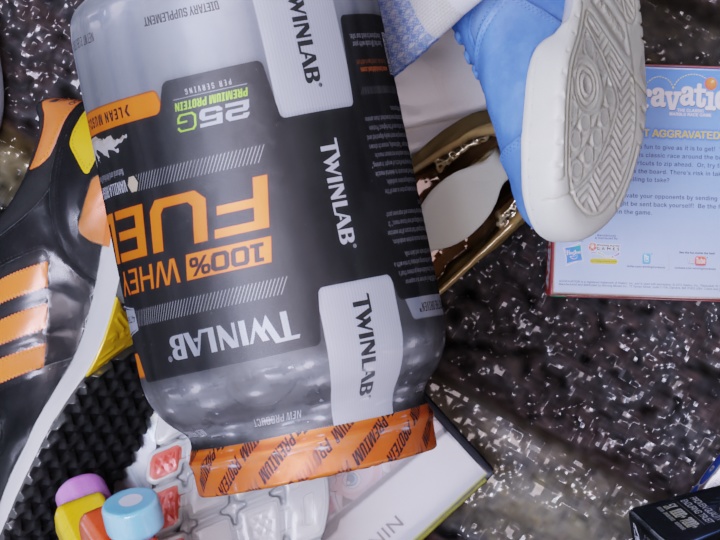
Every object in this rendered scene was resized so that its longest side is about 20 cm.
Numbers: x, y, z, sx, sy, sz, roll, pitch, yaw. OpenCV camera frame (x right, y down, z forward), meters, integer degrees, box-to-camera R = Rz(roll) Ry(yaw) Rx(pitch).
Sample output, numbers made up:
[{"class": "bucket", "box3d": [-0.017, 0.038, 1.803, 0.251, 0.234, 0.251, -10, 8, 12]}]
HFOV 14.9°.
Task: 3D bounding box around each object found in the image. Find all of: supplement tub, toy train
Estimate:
[{"class": "supplement tub", "box3d": [-0.036, -0.019, 1.069, 0.122, 0.123, 0.200, -12, 88, 0]}, {"class": "toy train", "box3d": [-0.098, 0.165, 1.106, 0.056, 0.150, 0.200, -18, 118, -15]}]

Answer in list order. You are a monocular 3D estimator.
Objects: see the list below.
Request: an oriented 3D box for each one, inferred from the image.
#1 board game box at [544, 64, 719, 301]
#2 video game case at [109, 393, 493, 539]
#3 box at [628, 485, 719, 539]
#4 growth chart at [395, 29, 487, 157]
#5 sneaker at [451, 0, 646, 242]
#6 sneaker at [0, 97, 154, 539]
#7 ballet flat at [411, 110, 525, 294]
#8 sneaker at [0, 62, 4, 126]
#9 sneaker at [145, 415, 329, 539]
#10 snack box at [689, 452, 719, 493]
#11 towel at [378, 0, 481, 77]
[{"class": "board game box", "box3d": [0.182, -0.037, 1.199, 0.200, 0.019, 0.103, 2, 93, -4]}, {"class": "video game case", "box3d": [-0.074, 0.075, 1.206, 0.181, 0.026, 0.200, -42, 91, 1]}, {"class": "box", "box3d": [0.185, 0.200, 1.119, 0.086, 0.164, 0.200, -12, 101, -8]}, {"class": "growth chart", "box3d": [0.034, -0.128, 1.207, 0.145, 0.018, 0.200, -5, 91, 1]}, {"class": "sneaker", "box3d": [0.053, -0.104, 1.139, 0.111, 0.077, 0.200, -8, 76, 33]}, {"class": "sneaker", "box3d": [-0.133, 0.023, 1.171, 0.090, 0.070, 0.200, 26, 99, 29]}, {"class": "ballet flat", "box3d": [0.000, 0.000, 1.162, 0.200, 0.063, 0.069, -43, 95, -5]}, {"class": "sneaker", "box3d": [-0.202, -0.042, 1.153, 0.079, 0.131, 0.200, 7, 90, 1]}, {"class": "sneaker", "box3d": [-0.048, 0.134, 1.152, 0.077, 0.082, 0.200, -9, 89, -6]}, {"class": "snack box", "box3d": [0.158, 0.139, 1.206, 0.072, 0.024, 0.200, 37, 91, -2]}, {"class": "towel", "box3d": [-0.025, -0.134, 1.138, 0.200, 0.024, 0.147, -39, 71, 36]}]
